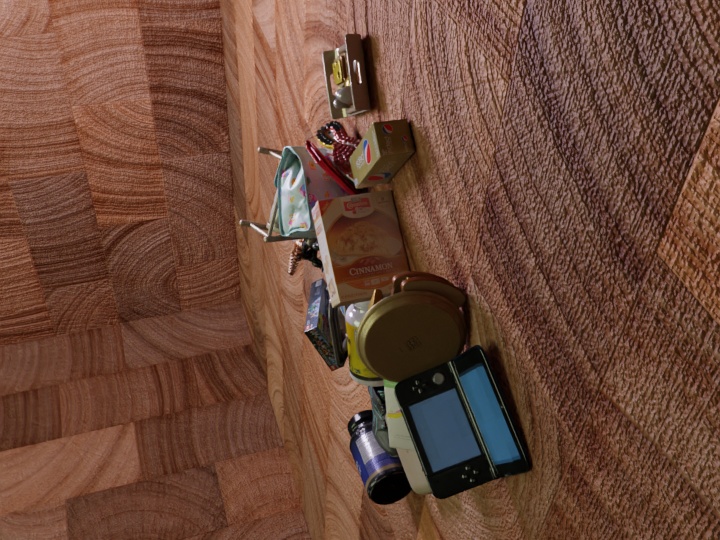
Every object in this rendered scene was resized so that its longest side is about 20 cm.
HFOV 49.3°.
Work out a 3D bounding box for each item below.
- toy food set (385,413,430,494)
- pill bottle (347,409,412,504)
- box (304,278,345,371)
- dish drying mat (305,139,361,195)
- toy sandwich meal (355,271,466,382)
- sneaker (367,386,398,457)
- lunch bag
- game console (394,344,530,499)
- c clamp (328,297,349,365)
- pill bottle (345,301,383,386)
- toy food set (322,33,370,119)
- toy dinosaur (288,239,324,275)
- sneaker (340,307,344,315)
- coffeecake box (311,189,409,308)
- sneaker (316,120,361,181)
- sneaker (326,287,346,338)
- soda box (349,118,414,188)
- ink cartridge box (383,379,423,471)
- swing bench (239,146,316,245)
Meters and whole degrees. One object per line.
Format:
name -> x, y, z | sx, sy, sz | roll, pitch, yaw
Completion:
toy food set -> 0.119, 0.349, 1.572 | 0.144, 0.060, 0.201 | 124, 126, -68
pill bottle -> 0.040, 0.417, 1.780 | 0.200, 0.111, 0.113 | -118, 23, -49
box -> -0.082, 0.132, 1.941 | 0.137, 0.037, 0.201 | 58, -161, -29
dish drying mat -> -0.047, -0.200, 1.651 | 0.200, 0.018, 0.077 | 39, -168, -51
toy sandwich meal -> 0.083, 0.095, 1.298 | 0.070, 0.203, 0.207 | -99, 7, -58
sneaker -> 0.054, 0.304, 1.702 | 0.079, 0.075, 0.201 | 86, 169, -67
lunch bag -> -0.097, -0.178, 1.750 | 0.121, 0.170, 0.202 | -13, 83, 45
game console -> 0.152, 0.240, 1.224 | 0.118, 0.170, 0.201 | 35, -147, -74
c clamp -> -0.036, 0.107, 1.665 | 0.171, 0.027, 0.201 | -66, -26, -48
pill bottle -> 0.026, 0.129, 1.635 | 0.112, 0.111, 0.202 | -131, 34, -61
toy food set -> -0.038, -0.389, 1.597 | 0.200, 0.060, 0.145 | -161, 61, -72
toy dinosaur -> -0.124, -0.051, 2.006 | 0.201, 0.135, 0.102 | -63, -18, -22
sneaker -> -0.032, 0.013, 1.818 | 0.089, 0.078, 0.202 | 98, 154, -81
coffeecake box -> 0.002, -0.043, 1.531 | 0.073, 0.152, 0.202 | 140, 118, -72
sneaker -> -0.022, -0.244, 1.677 | 0.082, 0.078, 0.200 | 58, 180, -45
sneaker -> -0.036, 0.116, 1.915 | 0.076, 0.080, 0.202 | -144, 44, -66
soda box -> 0.037, -0.214, 1.456 | 0.200, 0.067, 0.065 | 143, 116, -73
ink cartridge box -> 0.099, 0.248, 1.430 | 0.117, 0.067, 0.202 | -33, -59, -58
swing bench -> -0.157, -0.175, 1.880 | 0.129, 0.199, 0.200 | 32, 112, 45
